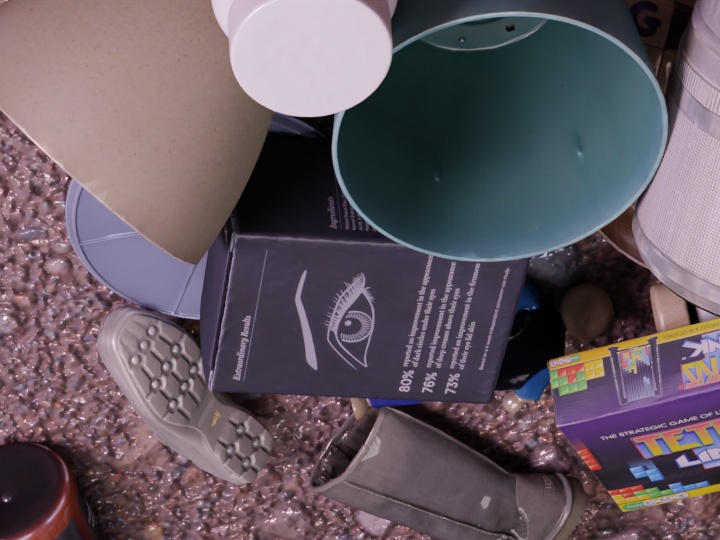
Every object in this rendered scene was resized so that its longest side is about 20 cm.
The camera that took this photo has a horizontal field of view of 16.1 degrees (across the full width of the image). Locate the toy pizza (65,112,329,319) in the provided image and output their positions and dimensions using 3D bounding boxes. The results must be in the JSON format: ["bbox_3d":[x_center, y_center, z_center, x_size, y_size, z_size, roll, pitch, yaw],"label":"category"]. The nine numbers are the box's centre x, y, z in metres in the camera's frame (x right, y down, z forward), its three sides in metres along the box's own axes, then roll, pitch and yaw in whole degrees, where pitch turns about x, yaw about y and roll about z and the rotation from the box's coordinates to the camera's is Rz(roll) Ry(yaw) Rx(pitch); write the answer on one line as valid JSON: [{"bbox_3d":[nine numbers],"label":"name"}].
[{"bbox_3d":[-0.100,-0.044,1.727,0.200,0.032,0.200,-3,134,-3],"label":"toy pizza"}]

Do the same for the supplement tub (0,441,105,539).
[{"bbox_3d":[-0.241,0.230,1.935,0.107,0.107,0.200,-12,134,7],"label":"supplement tub"}]

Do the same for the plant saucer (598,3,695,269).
[{"bbox_3d":[0.231,-0.085,1.669,0.200,0.032,0.200,9,119,17],"label":"plant saucer"}]

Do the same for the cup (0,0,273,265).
[{"bbox_3d":[-0.127,-0.122,1.555,0.143,0.200,0.200,-47,126,4],"label":"cup"}]

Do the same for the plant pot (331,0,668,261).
[{"bbox_3d":[0.077,-0.132,1.562,0.200,0.161,0.201,-3,136,-3],"label":"plant pot"}]

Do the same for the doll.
[{"bbox_3d":[0.084,0.049,1.824,0.200,0.048,0.137,-13,125,7],"label":"doll"}]

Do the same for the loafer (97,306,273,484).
[{"bbox_3d":[-0.136,0.090,1.827,0.070,0.070,0.200,13,152,38],"label":"loafer"}]

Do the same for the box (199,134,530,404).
[{"bbox_3d":[0.000,0.000,1.685,0.200,0.104,0.148,4,132,-10],"label":"box"}]

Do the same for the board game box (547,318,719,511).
[{"bbox_3d":[0.251,0.096,1.768,0.200,0.057,0.165,-15,150,17],"label":"board game box"}]

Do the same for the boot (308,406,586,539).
[{"bbox_3d":[0.051,0.192,1.951,0.200,0.073,0.182,16,118,-29],"label":"boot"}]

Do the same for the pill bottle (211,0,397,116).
[{"bbox_3d":[-0.034,-0.186,1.469,0.109,0.200,0.110,-3,134,-3],"label":"pill bottle"}]

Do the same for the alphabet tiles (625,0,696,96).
[{"bbox_3d":[0.255,-0.110,1.626,0.200,0.008,0.167,17,120,11],"label":"alphabet tiles"}]

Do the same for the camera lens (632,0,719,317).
[{"bbox_3d":[0.260,-0.076,1.544,0.160,0.160,0.200,5,121,-11],"label":"camera lens"}]

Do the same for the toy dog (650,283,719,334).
[{"bbox_3d":[0.253,0.036,1.818,0.132,0.096,0.200,2,150,-11],"label":"toy dog"}]
